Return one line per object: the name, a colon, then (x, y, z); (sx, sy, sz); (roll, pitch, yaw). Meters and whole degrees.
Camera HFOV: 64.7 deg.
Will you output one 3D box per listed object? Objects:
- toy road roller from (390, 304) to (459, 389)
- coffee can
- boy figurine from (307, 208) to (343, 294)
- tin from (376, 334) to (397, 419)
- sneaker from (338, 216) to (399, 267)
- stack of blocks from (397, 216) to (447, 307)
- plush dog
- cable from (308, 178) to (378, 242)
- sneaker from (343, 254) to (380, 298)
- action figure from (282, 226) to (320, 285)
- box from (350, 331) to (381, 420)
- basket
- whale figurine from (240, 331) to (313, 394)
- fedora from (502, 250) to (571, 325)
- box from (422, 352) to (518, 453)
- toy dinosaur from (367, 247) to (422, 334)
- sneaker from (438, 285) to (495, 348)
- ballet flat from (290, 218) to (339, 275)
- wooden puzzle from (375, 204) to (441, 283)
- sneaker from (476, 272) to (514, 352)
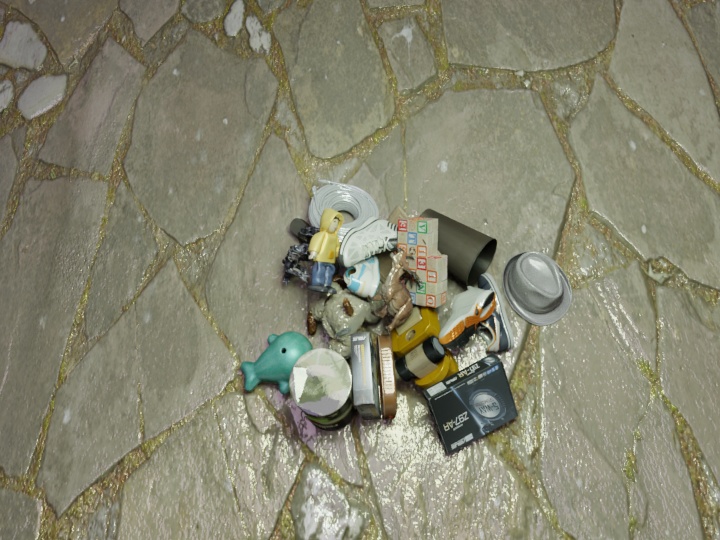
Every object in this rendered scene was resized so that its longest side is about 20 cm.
toy road roller: (0.163, 0.199, 1.399); (0.122, 0.145, 0.203); (-36, 32, 22)
coffee can: (-0.081, 0.283, 1.332); (0.141, 0.201, 0.151); (-2, 66, 4)
boy figurine: (-0.078, -0.047, 1.393); (0.063, 0.123, 0.207); (5, 83, 39)
tin: (0.063, 0.256, 1.382); (0.040, 0.113, 0.207); (-5, 67, 1)
sneaker: (0.033, -0.069, 1.411); (0.112, 0.078, 0.201); (11, 39, 31)
stack of blocks: (0.151, -0.023, 1.392); (0.112, 0.058, 0.208); (7, 103, 35)
plush dog: (-0.063, 0.099, 1.452); (0.169, 0.162, 0.202); (24, 69, 38)
cable: (-0.048, -0.149, 1.561); (0.193, 0.070, 0.205); (8, 56, -7)
sneaker: (0.000, 0.000, 1.461); (0.078, 0.201, 0.079); (18, 108, -11)
action figure: (-0.150, -0.028, 1.488); (0.099, 0.200, 0.122); (19, 61, -11)
box: (0.014, 0.253, 1.339); (0.047, 0.201, 0.164); (-6, 66, 4)
basket: (0.236, -0.067, 1.491); (0.197, 0.179, 0.139); (31, 112, 23)
whale figurine: (-0.210, 0.228, 1.416); (0.194, 0.104, 0.163); (-19, 64, 1)
fedora: (0.460, 0.029, 1.462); (0.173, 0.091, 0.204); (-25, 68, -7)
box: (0.259, 0.312, 1.332); (0.195, 0.044, 0.164); (-24, 110, -8)
toy dinosaur: (0.095, 0.065, 1.367); (0.133, 0.205, 0.085); (-27, 35, -23)
sneaker: (0.242, 0.110, 1.377); (0.091, 0.078, 0.198); (21, 46, 42)
ballet flat: (-0.123, -0.066, 1.569); (0.067, 0.046, 0.200); (-45, 73, 7)
wooden puzzle: (0.109, -0.037, 1.492); (0.037, 0.187, 0.202); (-7, 52, -49)
sneaker: (0.324, 0.107, 1.446); (0.077, 0.079, 0.206); (-12, 68, -8)
